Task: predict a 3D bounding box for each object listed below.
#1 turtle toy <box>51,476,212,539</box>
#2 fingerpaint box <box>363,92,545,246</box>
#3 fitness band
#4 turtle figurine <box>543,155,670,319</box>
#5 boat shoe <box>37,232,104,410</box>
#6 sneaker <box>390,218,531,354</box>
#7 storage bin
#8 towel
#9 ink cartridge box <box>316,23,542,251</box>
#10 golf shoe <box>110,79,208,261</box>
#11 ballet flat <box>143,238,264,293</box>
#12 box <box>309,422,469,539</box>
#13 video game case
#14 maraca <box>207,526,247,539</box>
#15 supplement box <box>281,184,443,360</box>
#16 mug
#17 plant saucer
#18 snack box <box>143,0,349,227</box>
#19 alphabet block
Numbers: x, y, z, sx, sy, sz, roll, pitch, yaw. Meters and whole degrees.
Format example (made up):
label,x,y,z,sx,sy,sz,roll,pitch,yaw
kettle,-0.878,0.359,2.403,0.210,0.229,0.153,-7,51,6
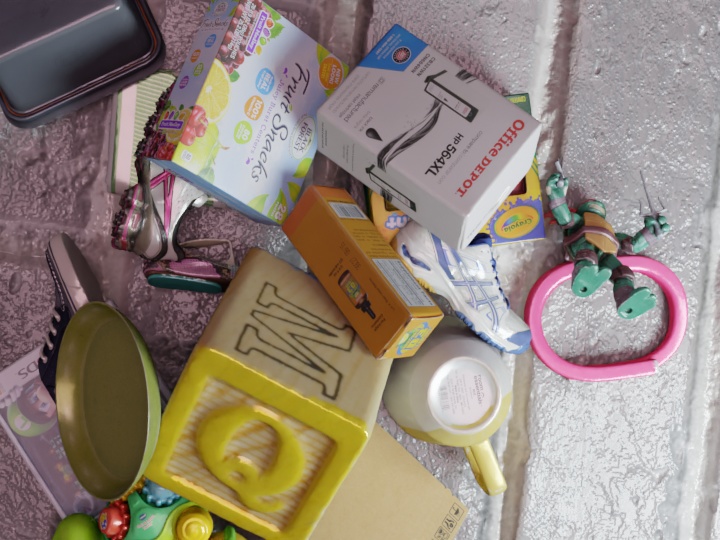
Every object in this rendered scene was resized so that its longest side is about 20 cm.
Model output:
label,x,y,z,sx,sy,sz,roll,pitch,yaw
turtle toy,-0.246,0.276,1.272,0.199,0.146,0.102,-36,97,-3
fingerpaint box,0.102,-0.106,1.333,0.197,0.073,0.170,-7,92,-4
fitness band,0.290,0.056,1.369,0.197,0.037,0.146,-6,91,-6
turtle figurine,0.274,-0.041,1.314,0.147,0.202,0.102,10,132,-6
boat shoe,-0.325,0.067,1.281,0.092,0.075,0.203,-23,91,2
sneaker,0.128,0.009,1.274,0.199,0.075,0.088,40,98,-15
storage bin,-0.329,-0.270,1.256,0.198,0.134,0.147,-24,78,-5
towel,-0.190,-0.152,1.336,0.197,0.023,0.155,5,91,-6
ink cartridge box,0.072,-0.142,1.232,0.199,0.085,0.146,35,69,14
golf shoe,-0.210,-0.109,1.290,0.091,0.072,0.203,17,86,-18
ballet flat,-0.147,0.001,1.324,0.197,0.069,0.072,14,70,-4
box,0.018,0.290,1.303,0.163,0.021,0.200,43,53,-4
video game case,-0.308,0.167,1.329,0.181,0.023,0.202,-33,93,-3
maraca,-0.158,0.371,1.267,0.105,0.138,0.202,11,124,-6
supplement box,0.000,0.000,1.236,0.067,0.068,0.201,-51,58,26
mug,0.117,0.141,1.298,0.185,0.153,0.150,35,87,-4
plant saucer,-0.256,0.132,1.190,0.031,0.198,0.204,-2,91,-41
snack box,-0.120,-0.175,1.267,0.168,0.067,0.202,31,78,-39
alphabet block,-0.091,0.133,1.225,0.194,0.201,0.197,26,120,-3
